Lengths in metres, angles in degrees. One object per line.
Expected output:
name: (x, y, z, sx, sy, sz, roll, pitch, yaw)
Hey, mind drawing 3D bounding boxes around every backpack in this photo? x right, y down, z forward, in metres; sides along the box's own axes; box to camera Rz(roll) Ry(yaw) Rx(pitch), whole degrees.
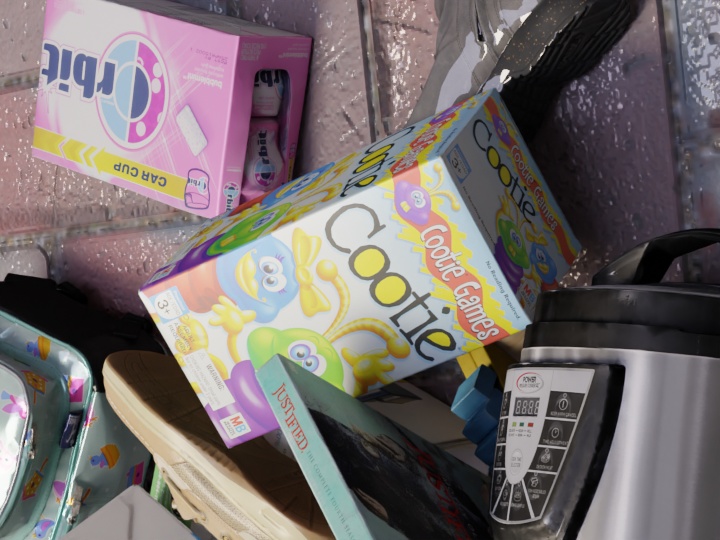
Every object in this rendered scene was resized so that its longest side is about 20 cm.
backpack: (-0.231, 0.123, 1.494, 0.175, 0.153, 0.202, 22, 113, 35)

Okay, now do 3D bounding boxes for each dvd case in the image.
dvd case: (0.038, 0.130, 1.143, 0.022, 0.200, 0.146, -43, 43, 13)

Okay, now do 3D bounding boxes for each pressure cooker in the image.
pressure cooker: (0.157, 0.080, 1.080, 0.174, 0.179, 0.202, 6, 85, 18)

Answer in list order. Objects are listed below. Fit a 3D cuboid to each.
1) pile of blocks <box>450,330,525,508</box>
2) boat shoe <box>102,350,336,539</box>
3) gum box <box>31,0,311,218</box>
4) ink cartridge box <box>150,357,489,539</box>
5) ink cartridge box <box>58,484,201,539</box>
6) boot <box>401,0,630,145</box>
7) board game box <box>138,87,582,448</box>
pile of blocks: (0.104, 0.092, 1.203, 0.062, 0.082, 0.201, -48, 62, 37)
boat shoe: (-0.086, 0.118, 1.282, 0.200, 0.071, 0.065, 40, 120, 33)
gum box: (-0.120, -0.108, 1.414, 0.199, 0.066, 0.115, 19, 107, 42)
ink cartridge box: (-0.028, 0.127, 1.335, 0.199, 0.087, 0.147, 29, 114, 41)
ink cartridge box: (-0.118, 0.242, 1.384, 0.115, 0.068, 0.201, 36, 148, 31)
boot: (0.056, -0.133, 1.248, 0.200, 0.070, 0.132, -44, 61, 26)
board game box: (0.000, 0.000, 1.194, 0.199, 0.103, 0.105, -24, 103, 28)
